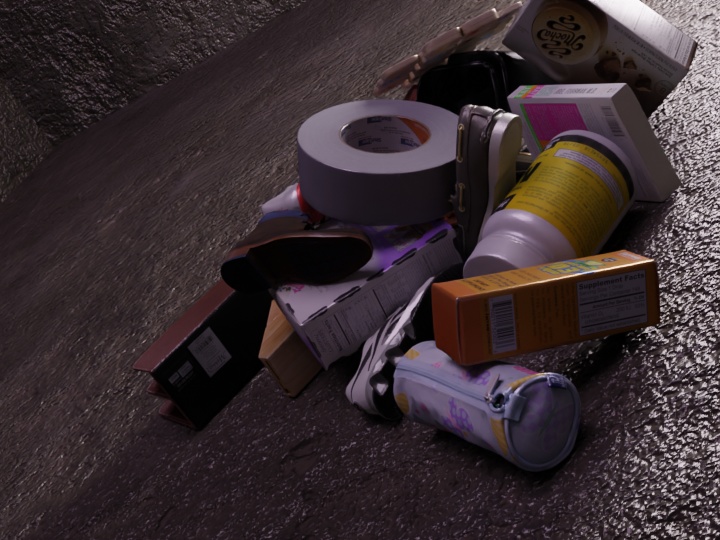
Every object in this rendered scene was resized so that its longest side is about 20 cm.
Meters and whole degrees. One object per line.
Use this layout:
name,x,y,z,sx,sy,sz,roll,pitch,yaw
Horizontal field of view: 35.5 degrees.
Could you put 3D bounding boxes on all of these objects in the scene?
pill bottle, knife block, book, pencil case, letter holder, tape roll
pill bottle,0.196,-0.044,1.165,0.114,0.115,0.200,-6,36,50
knife block,-0.028,0.045,1.373,0.174,0.064,0.201,-29,22,17
book,0.255,-0.146,1.261,0.048,0.134,0.200,-40,23,-14
pencil case,0.107,0.117,1.004,0.200,0.090,0.084,12,92,63
letter holder,-0.200,0.095,1.476,0.200,0.101,0.142,-45,22,-23
tape roll,0.028,-0.126,1.273,0.198,0.067,0.201,-1,32,0

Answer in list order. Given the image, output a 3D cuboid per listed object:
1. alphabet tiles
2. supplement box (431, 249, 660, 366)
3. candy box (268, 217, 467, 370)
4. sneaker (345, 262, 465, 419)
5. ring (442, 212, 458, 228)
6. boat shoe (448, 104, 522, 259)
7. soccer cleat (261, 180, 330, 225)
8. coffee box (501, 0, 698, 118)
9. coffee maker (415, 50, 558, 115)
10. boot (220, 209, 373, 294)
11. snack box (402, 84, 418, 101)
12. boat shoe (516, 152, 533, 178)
alphabet tiles,0.108,-0.271,1.401,0.194,0.015,0.200,-28,0,-8
supplement box,0.167,0.031,1.010,0.198,0.070,0.066,-8,13,-16
candy box,0.000,0.000,1.281,0.199,0.072,0.168,-33,32,-7
sneaker,0.051,0.068,1.201,0.200,0.074,0.088,-49,23,-24
ring,0.103,-0.007,1.318,0.199,0.019,0.201,-23,34,17
boat shoe,0.128,-0.087,1.199,0.060,0.203,0.072,24,47,23
soccer cleat,-0.053,-0.089,1.392,0.084,0.069,0.200,-14,5,22
coffee box,0.286,-0.272,1.344,0.113,0.199,0.080,-52,4,44
coffee maker,0.195,-0.232,1.432,0.191,0.136,0.199,-30,-6,35
boot,-0.062,-0.038,1.245,0.198,0.075,0.097,-9,39,33
snack box,0.044,-0.143,1.416,0.024,0.072,0.201,6,50,34
boat shoe,0.144,-0.115,1.450,0.198,0.066,0.072,-3,-4,24
